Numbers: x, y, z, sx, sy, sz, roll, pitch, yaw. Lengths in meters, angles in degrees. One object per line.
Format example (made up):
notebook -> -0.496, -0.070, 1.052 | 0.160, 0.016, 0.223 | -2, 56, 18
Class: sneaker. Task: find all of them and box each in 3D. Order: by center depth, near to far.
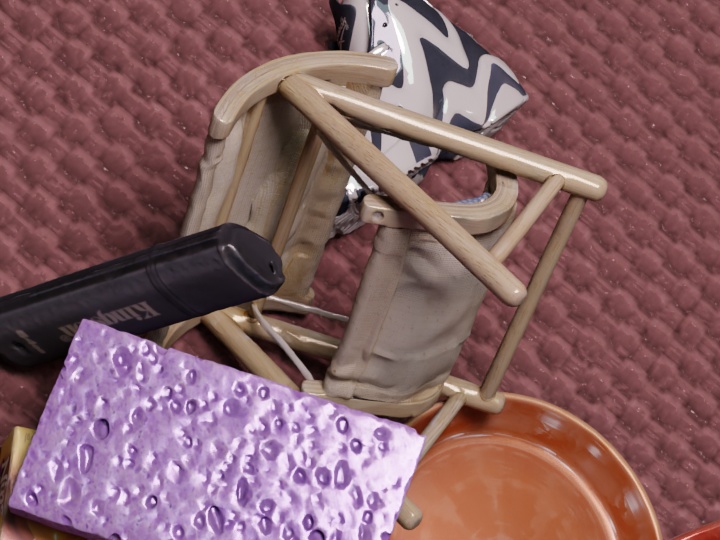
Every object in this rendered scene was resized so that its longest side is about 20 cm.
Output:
sneaker -> 0.001, -0.110, 1.506 | 0.199, 0.079, 0.130 | -34, 82, -31

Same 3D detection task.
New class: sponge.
sponge -> -0.076, 0.109, 1.298 | 0.200, 0.030, 0.112 | 19, 72, 3

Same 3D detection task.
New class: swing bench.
swing bench -> 0.000, 0.000, 1.362 | 0.200, 0.199, 0.130 | 31, 43, 10

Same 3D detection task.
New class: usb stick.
usb stick -> -0.129, 0.015, 1.329 | 0.055, 0.200, 0.033 | 35, 50, -42

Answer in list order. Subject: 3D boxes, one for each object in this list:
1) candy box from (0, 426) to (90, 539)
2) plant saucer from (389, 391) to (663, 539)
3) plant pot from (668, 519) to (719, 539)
candy box -> -0.109, 0.167, 1.348 | 0.200, 0.056, 0.117 | 13, 63, -16
plant saucer -> 0.087, 0.171, 1.442 | 0.200, 0.032, 0.201 | 9, 64, -18
plant pot -> 0.241, 0.258, 1.367 | 0.201, 0.201, 0.195 | -26, 100, -30
